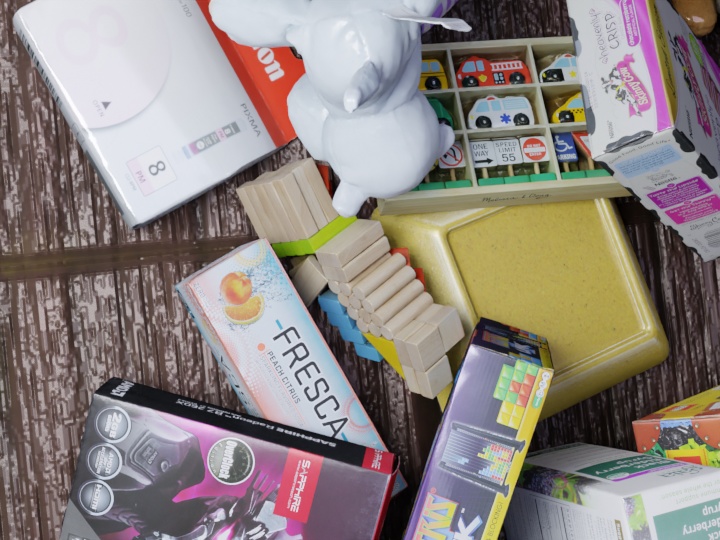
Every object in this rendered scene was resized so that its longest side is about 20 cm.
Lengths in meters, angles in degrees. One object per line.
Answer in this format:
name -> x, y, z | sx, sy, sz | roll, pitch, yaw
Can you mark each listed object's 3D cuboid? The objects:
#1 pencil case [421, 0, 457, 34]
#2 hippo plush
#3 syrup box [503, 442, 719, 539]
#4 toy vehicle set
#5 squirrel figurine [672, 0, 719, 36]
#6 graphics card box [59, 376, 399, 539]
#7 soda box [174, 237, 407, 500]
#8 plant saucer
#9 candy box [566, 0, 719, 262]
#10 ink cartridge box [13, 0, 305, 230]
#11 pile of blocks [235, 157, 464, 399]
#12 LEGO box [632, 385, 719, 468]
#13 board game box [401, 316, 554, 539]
pencil case -> 0.071, -0.256, 0.875 | 0.084, 0.086, 0.200 | 36, 71, 21
hippo plush -> 0.018, -0.134, 0.765 | 0.159, 0.200, 0.161 | -38, 138, -13
syrup box -> 0.171, 0.171, 0.815 | 0.078, 0.200, 0.082 | -11, 89, -17
toy vehicle set -> 0.102, -0.109, 0.875 | 0.199, 0.027, 0.125 | -6, 69, -12
squirrel figurine -> 0.274, -0.276, 0.936 | 0.186, 0.142, 0.201 | 18, 66, -6
graphics card box -> -0.086, 0.155, 0.767 | 0.199, 0.051, 0.126 | 16, 100, 3
soda box -> -0.048, 0.079, 0.820 | 0.063, 0.068, 0.200 | -31, 96, -16
plant saucer -> 0.133, 0.011, 0.896 | 0.199, 0.048, 0.201 | -23, 93, -19
candy box -> 0.226, -0.107, 0.855 | 0.200, 0.061, 0.137 | 29, 49, -47
ink cartridge box -> -0.113, -0.146, 0.828 | 0.200, 0.057, 0.163 | -31, 96, -13
pile of blocks -> 0.000, 0.000, 0.839 | 0.062, 0.082, 0.200 | -37, 86, -34
LEGO box -> 0.300, 0.159, 0.883 | 0.200, 0.077, 0.150 | -10, 89, -44
board game box -> 0.067, 0.139, 0.778 | 0.057, 0.165, 0.201 | 19, 95, 7
